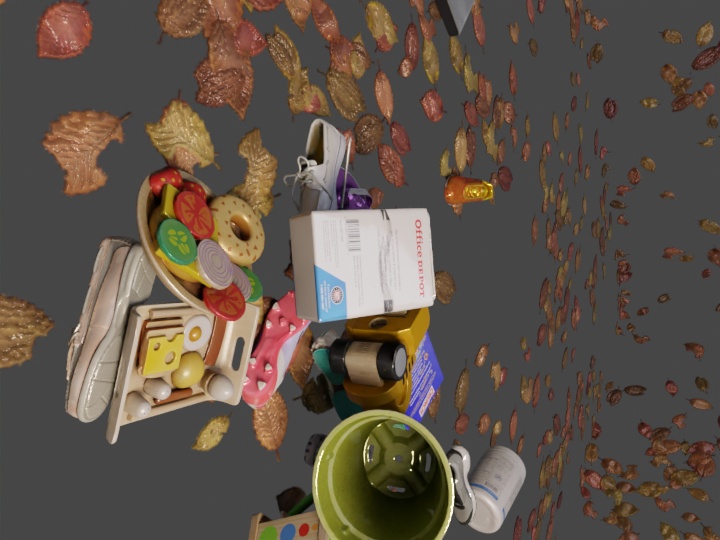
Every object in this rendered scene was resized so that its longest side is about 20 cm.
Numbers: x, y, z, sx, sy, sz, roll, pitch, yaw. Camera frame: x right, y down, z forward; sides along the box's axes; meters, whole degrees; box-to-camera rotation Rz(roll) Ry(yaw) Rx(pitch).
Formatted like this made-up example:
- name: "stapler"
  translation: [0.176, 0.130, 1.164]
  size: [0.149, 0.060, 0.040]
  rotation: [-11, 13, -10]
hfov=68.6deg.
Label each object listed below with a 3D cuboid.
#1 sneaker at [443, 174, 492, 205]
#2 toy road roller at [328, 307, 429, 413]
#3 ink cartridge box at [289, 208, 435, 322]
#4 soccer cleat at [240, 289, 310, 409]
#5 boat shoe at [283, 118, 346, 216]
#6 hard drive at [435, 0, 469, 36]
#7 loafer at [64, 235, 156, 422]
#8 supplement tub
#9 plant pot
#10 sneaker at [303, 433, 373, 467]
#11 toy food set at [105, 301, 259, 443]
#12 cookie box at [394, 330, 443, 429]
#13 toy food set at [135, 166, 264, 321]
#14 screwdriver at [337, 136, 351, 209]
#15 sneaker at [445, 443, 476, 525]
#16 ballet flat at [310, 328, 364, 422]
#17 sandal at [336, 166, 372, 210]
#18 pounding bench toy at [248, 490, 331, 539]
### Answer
- name: "sneaker"
  translation: [0.265, -0.200, 1.293]
  size: [0.198, 0.076, 0.075]
  rotation: [-18, 109, -50]
- name: "toy road roller"
  translation: [0.041, 0.148, 0.892]
  size: [0.201, 0.120, 0.149]
  rotation: [-54, 136, -49]
- name: "ink cartridge box"
  translation: [0.005, -0.012, 0.770]
  size: [0.196, 0.084, 0.148]
  rotation: [-5, 92, -31]
- name: "soccer cleat"
  translation: [-0.125, 0.115, 0.812]
  size: [0.077, 0.065, 0.202]
  rotation: [97, 15, -54]
- name: "boat shoe"
  translation: [-0.077, -0.150, 0.835]
  size: [0.086, 0.073, 0.206]
  rotation: [32, 64, -50]
- name: "hard drive"
  translation: [0.227, -0.676, 1.240]
  size: [0.140, 0.032, 0.203]
  rotation: [50, 54, -42]
- name: "loafer"
  translation: [-0.287, 0.060, 0.590]
  size: [0.072, 0.062, 0.204]
  rotation: [80, 25, -77]
- name: "supplement tub"
  translation: [0.355, 0.588, 1.429]
  size: [0.199, 0.130, 0.135]
  rotation: [-30, 116, -48]
- name: "plant pot"
  translation: [0.047, 0.303, 0.797]
  size: [0.184, 0.196, 0.205]
  rotation: [27, 69, -75]
- name: "sneaker"
  translation: [-0.014, 0.347, 0.946]
  size: [0.199, 0.086, 0.076]
  rotation: [34, 66, -49]
- name: "toy food set"
  translation: [-0.208, 0.116, 0.647]
  size: [0.199, 0.059, 0.147]
  rotation: [0, 106, -63]
- name: "cookie box"
  translation: [0.083, 0.207, 1.076]
  size: [0.172, 0.074, 0.203]
  rotation: [-50, 130, -39]
- name: "toy food set"
  translation: [-0.189, -0.035, 0.648]
  size: [0.200, 0.048, 0.201]
  rotation: [43, 30, -48]
- name: "screwdriver"
  translation: [-0.030, -0.121, 0.893]
  size: [0.029, 0.027, 0.204]
  rotation: [-96, -166, -64]
- name: "sneaker"
  translation: [0.237, 0.544, 1.325]
  size: [0.078, 0.073, 0.205]
  rotation: [-17, 101, -41]
- name: "ballet flat"
  translation: [-0.027, 0.188, 0.938]
  size: [0.072, 0.071, 0.203]
  rotation: [-46, 128, -41]
- name: "sandal"
  translation: [-0.003, -0.115, 0.957]
  size: [0.203, 0.049, 0.084]
  rotation: [48, 55, -44]
- name: "pounding bench toy"
  translation: [-0.088, 0.411, 0.813]
  size: [0.125, 0.153, 0.202]
  rotation: [55, 24, -38]
